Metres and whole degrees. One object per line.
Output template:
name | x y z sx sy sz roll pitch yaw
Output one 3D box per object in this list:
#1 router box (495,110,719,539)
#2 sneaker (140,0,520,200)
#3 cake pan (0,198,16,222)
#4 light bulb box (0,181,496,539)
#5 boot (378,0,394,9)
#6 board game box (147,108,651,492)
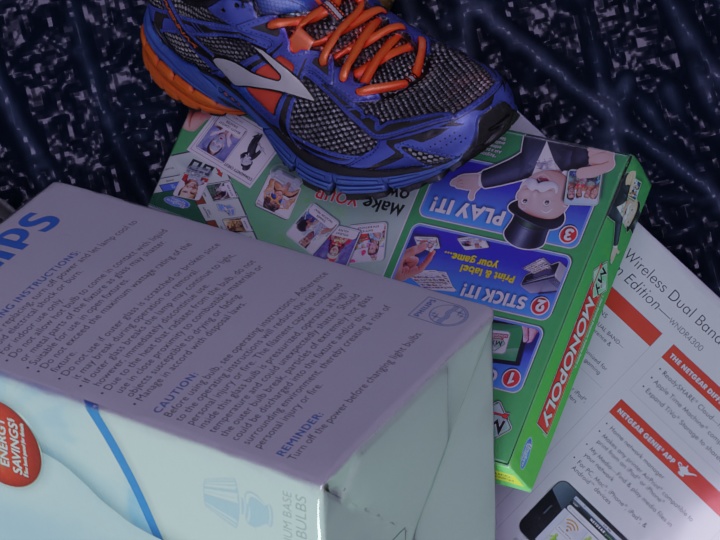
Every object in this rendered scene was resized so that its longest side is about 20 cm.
router box | 0.066 0.061 1.199 0.179 0.049 0.200 -45 76 -2
sneaker | -0.021 -0.089 1.161 0.200 0.079 0.075 24 51 38
cake pan | -0.186 0.061 1.172 0.037 0.200 0.201 25 90 45
light bulb box | -0.062 0.098 1.110 0.200 0.125 0.199 16 126 28
boot | -0.019 -0.223 1.217 0.200 0.073 0.156 42 91 -1
board game box | 0.000 0.000 1.175 0.200 0.029 0.135 14 72 29
